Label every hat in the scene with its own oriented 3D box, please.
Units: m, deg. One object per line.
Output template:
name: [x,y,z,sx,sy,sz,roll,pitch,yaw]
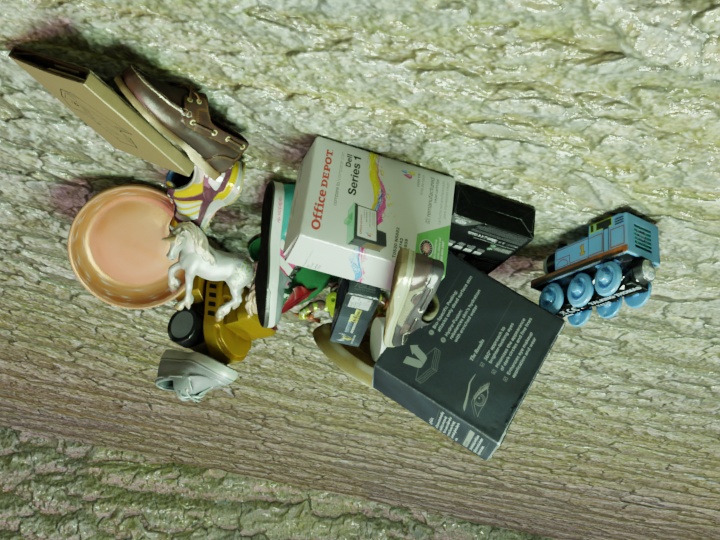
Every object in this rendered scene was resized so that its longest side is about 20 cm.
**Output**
hat: [-0.116,0.055,1.499,0.163,0.180,0.199,-8,151,34]

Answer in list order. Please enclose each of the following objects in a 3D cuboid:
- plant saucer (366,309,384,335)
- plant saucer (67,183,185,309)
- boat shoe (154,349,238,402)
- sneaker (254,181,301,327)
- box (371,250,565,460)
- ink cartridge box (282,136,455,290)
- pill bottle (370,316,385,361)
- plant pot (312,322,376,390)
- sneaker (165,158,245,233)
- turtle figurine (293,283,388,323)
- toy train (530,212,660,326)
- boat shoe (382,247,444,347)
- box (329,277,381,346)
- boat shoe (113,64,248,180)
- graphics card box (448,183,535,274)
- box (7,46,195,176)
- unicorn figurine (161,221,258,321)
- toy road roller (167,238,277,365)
plant saucer: [0.090,0.116,1.736,0.195,0.036,0.201,8,155,3]
plant saucer: [-0.338,-0.038,1.437,0.195,0.038,0.204,-4,117,-9]
boat shoe: [-0.256,0.168,1.471,0.069,0.073,0.199,31,161,-33]
sneaker: [-0.083,-0.019,1.347,0.118,0.205,0.083,4,-171,-20]
box: [0.147,0.117,1.325,0.198,0.198,0.118,31,161,10]
ink cartridge box: [0.012,-0.066,1.229,0.196,0.148,0.084,15,154,-13]
pill bottle: [0.119,0.121,1.614,0.195,0.107,0.104,4,158,-15]
plant pot: [0.009,0.145,1.644,0.197,0.028,0.200,30,-166,-8]
sneaker: [-0.236,-0.109,1.322,0.089,0.076,0.199,22,143,-27]
turtle figurine: [-0.012,0.049,1.582,0.195,0.066,0.161,-3,175,-6]
toy train: [0.319,0.002,1.305,0.085,0.117,0.199,19,154,-28]
boat shoe: [0.066,0.043,1.184,0.063,0.073,0.201,11,148,4]
box: [0.000,0.000,1.364,0.050,0.161,0.201,11,157,-5]
boat shoe: [-0.211,-0.189,1.154,0.070,0.071,0.200,-39,143,8]
graphics card box: [0.147,-0.044,1.347,0.123,0.052,0.200,16,156,-13]
box: [-0.311,-0.191,1.157,0.162,0.022,0.200,22,167,36]
unicorn figurine: [-0.220,-0.001,1.356,0.197,0.074,0.139,5,125,-35]
toy road roller: [-0.206,0.047,1.505,0.143,0.204,0.123,-13,150,23]
